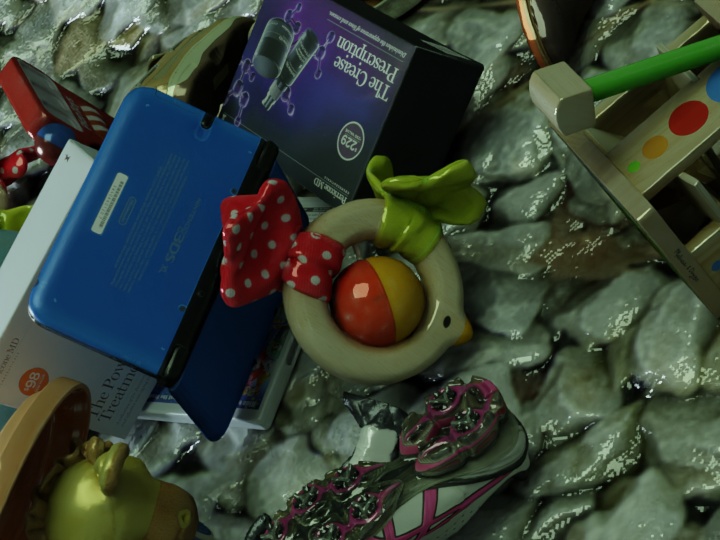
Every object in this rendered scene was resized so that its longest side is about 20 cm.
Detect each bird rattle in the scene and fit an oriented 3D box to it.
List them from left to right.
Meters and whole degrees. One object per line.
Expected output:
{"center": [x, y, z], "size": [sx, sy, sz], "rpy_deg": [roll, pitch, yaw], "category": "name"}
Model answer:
{"center": [-0.353, -0.040, 1.712], "size": [0.163, 0.113, 0.200], "rpy_deg": [-51, 37, 18], "category": "bird rattle"}
{"center": [0.000, 0.000, 1.331], "size": [0.200, 0.163, 0.113], "rpy_deg": [-21, -1, -29], "category": "bird rattle"}

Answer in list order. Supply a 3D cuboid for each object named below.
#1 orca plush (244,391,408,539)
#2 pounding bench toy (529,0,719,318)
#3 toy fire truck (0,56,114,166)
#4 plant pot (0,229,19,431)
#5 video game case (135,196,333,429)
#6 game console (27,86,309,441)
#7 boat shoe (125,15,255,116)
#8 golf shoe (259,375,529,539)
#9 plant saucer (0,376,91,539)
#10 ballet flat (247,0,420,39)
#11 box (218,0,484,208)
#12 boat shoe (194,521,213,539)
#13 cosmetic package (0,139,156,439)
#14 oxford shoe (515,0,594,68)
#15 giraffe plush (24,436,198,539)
{"center": [-0.031, 0.181, 1.306], "size": [0.071, 0.105, 0.200], "rpy_deg": [154, 130, -73], "category": "orca plush"}
{"center": [0.219, -0.102, 1.232], "size": [0.156, 0.200, 0.124], "rpy_deg": [-41, 42, 6], "category": "pounding bench toy"}
{"center": [-0.210, -0.088, 1.563], "size": [0.112, 0.168, 0.200], "rpy_deg": [-50, 38, 13], "category": "toy fire truck"}
{"center": [-0.307, 0.044, 1.557], "size": [0.135, 0.200, 0.200], "rpy_deg": [-40, 38, -25], "category": "plant pot"}
{"center": [-0.095, 0.030, 1.510], "size": [0.143, 0.018, 0.200], "rpy_deg": [1, 60, 38], "category": "video game case"}
{"center": [-0.135, -0.003, 1.404], "size": [0.118, 0.171, 0.200], "rpy_deg": [128, 165, -66], "category": "game console"}
{"center": [-0.143, -0.169, 1.599], "size": [0.076, 0.072, 0.200], "rpy_deg": [3, 20, 16], "category": "boat shoe"}
{"center": [0.026, 0.160, 1.249], "size": [0.200, 0.092, 0.073], "rpy_deg": [-34, 36, -2], "category": "golf shoe"}
{"center": [-0.239, 0.167, 1.313], "size": [0.032, 0.200, 0.200], "rpy_deg": [20, 67, 6], "category": "plant saucer"}
{"center": [-0.008, -0.231, 1.604], "size": [0.200, 0.062, 0.067], "rpy_deg": [-34, 69, 16], "category": "ballet flat"}
{"center": [-0.013, -0.135, 1.496], "size": [0.200, 0.079, 0.141], "rpy_deg": [35, 110, 47], "category": "box"}
{"center": [-0.187, 0.202, 1.422], "size": [0.200, 0.072, 0.072], "rpy_deg": [6, 71, 48], "category": "boat shoe"}
{"center": [-0.199, 0.018, 1.449], "size": [0.052, 0.151, 0.200], "rpy_deg": [39, 103, 49], "category": "cosmetic package"}
{"center": [0.165, -0.239, 1.476], "size": [0.072, 0.071, 0.200], "rpy_deg": [-9, 53, 27], "category": "oxford shoe"}
{"center": [-0.172, 0.199, 1.290], "size": [0.172, 0.200, 0.162], "rpy_deg": [-2, 72, 40], "category": "giraffe plush"}
